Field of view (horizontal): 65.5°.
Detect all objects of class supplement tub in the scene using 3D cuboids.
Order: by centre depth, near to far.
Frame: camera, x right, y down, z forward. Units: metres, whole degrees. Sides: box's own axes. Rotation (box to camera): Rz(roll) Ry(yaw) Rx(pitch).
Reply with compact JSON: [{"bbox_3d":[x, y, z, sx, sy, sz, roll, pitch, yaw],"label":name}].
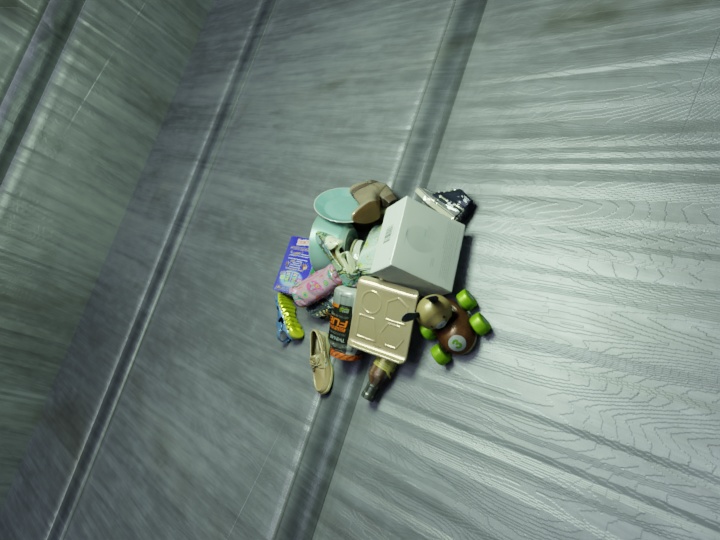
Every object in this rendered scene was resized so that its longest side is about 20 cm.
[{"bbox_3d":[-0.029,0.152,1.635,0.122,0.122,0.203,14,99,44],"label":"supplement tub"}]

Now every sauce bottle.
[{"bbox_3d":[0.065,0.268,1.562,0.066,0.066,0.202,30,93,45],"label":"sauce bottle"}]

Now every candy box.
[{"bbox_3d":[-0.194,-0.007,1.914,0.168,0.077,0.202,11,79,45],"label":"candy box"}]

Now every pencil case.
[{"bbox_3d":[-0.131,0.044,1.740,0.199,0.087,0.088,-28,54,34],"label":"pencil case"}]

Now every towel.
[{"bbox_3d":[0.080,-0.068,1.672,0.170,0.048,0.201,-3,49,37],"label":"towel"}]

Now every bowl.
[{"bbox_3d":[-0.075,-0.082,1.781,0.104,0.201,0.203,6,74,23],"label":"bowl"}]

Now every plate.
[{"bbox_3d":[-0.049,-0.201,1.772,0.200,0.198,0.026,49,149,43],"label":"plate"}]

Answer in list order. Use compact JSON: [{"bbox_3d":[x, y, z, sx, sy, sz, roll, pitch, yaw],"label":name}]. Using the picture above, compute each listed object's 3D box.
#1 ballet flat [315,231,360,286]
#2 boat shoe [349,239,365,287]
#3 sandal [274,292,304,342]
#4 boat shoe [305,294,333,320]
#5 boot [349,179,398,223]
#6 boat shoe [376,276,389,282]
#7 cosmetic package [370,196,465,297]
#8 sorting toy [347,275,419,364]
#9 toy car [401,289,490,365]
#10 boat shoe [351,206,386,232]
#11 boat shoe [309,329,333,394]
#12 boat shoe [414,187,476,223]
[{"bbox_3d":[-0.061,-0.050,1.650,0.074,0.074,0.201,-40,76,20],"label":"ballet flat"},{"bbox_3d":[0.000,0.000,1.746,0.068,0.075,0.203,0,74,29],"label":"boat shoe"},{"bbox_3d":[-0.259,0.163,1.894,0.087,0.079,0.201,-41,47,25],"label":"sandal"},{"bbox_3d":[-0.099,0.124,1.776,0.200,0.070,0.092,27,90,53],"label":"boat shoe"},{"bbox_3d":[0.014,-0.219,1.727,0.146,0.199,0.071,39,138,38],"label":"boot"},{"bbox_3d":[0.063,0.093,1.588,0.072,0.059,0.202,-110,25,-60],"label":"boat shoe"},{"bbox_3d":[0.156,-0.057,1.511,0.123,0.198,0.202,-24,47,62],"label":"cosmetic package"},{"bbox_3d":[0.062,0.131,1.523,0.183,0.036,0.203,15,98,28],"label":"sorting toy"},{"bbox_3d":[0.198,0.123,1.412,0.164,0.199,0.159,-41,48,20],"label":"toy car"},{"bbox_3d":[0.043,-0.176,1.797,0.198,0.072,0.077,-6,51,33],"label":"boat shoe"},{"bbox_3d":[-0.131,0.281,1.728,0.071,0.064,0.202,-26,55,30],"label":"boat shoe"},{"bbox_3d":[0.248,-0.206,1.623,0.093,0.075,0.200,-48,54,5],"label":"boat shoe"}]
